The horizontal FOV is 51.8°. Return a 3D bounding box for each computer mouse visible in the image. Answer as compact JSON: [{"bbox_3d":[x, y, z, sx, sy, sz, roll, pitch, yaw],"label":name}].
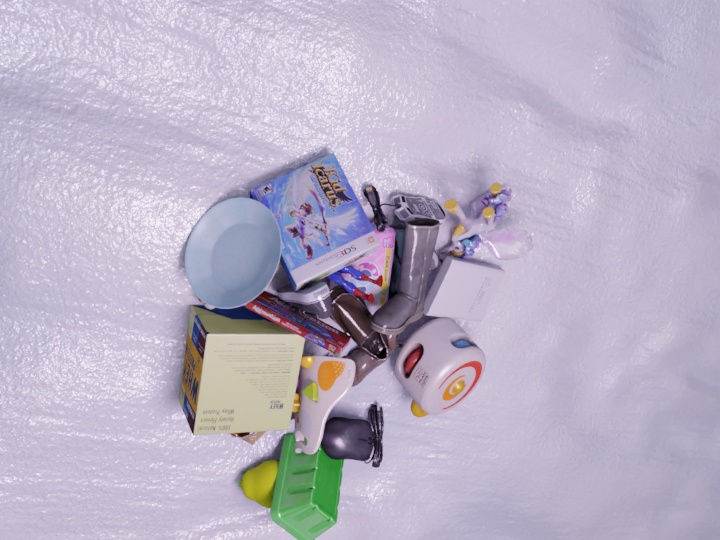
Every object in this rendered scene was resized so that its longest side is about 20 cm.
[{"bbox_3d":[-0.004,0.358,1.600,0.198,0.052,0.142,12,74,-49],"label":"computer mouse"},{"bbox_3d":[0.092,-0.114,1.503,0.196,0.111,0.044,6,135,-36],"label":"computer mouse"}]

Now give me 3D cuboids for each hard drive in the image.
[{"bbox_3d":[0.229,0.044,1.633,0.197,0.026,0.134,10,111,-44],"label":"hard drive"}]

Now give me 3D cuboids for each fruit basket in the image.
[{"bbox_3d":[-0.149,0.459,1.571,0.216,0.215,0.156,-45,122,-3],"label":"fruit basket"}]

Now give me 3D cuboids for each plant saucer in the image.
[{"bbox_3d":[-0.223,-0.028,1.335,0.202,0.200,0.039,-52,154,2],"label":"plant saucer"}]

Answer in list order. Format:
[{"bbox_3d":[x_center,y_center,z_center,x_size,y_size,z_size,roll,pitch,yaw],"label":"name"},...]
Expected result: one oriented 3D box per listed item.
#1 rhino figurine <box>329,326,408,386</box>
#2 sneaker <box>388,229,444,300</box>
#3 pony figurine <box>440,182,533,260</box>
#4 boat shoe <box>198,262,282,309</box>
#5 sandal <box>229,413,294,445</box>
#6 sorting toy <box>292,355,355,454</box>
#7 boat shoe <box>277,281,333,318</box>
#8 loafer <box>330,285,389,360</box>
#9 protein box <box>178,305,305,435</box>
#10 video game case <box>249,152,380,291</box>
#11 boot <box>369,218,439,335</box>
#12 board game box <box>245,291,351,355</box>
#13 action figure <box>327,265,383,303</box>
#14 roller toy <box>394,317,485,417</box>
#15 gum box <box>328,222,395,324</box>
[{"bbox_3d":[0.023,0.174,1.596,0.198,0.060,0.089,-35,123,-12],"label":"rhino figurine"},{"bbox_3d":[0.122,0.007,1.569,0.137,0.078,0.205,-10,119,-27],"label":"sneaker"},{"bbox_3d":[0.257,-0.100,1.544,0.189,0.170,0.201,-20,157,-3],"label":"pony figurine"},{"bbox_3d":[-0.214,0.010,1.401,0.199,0.075,0.069,-40,121,-5],"label":"boat shoe"},{"bbox_3d":[-0.213,0.325,1.527,0.207,0.077,0.071,-7,107,-30],"label":"sandal"},{"bbox_3d":[-0.097,0.269,1.466,0.104,0.200,0.185,11,74,-17],"label":"sorting toy"},{"bbox_3d":[-0.100,0.057,1.400,0.069,0.199,0.068,-28,103,-24],"label":"boat shoe"},{"bbox_3d":[0.002,0.107,1.472,0.073,0.071,0.200,-45,123,-1],"label":"loafer"},{"bbox_3d":[-0.231,0.188,1.428,0.194,0.135,0.205,2,109,-28],"label":"protein box"},{"bbox_3d":[-0.084,-0.093,1.374,0.178,0.046,0.203,-25,79,-16],"label":"video game case"},{"bbox_3d":[0.090,0.008,1.442,0.181,0.071,0.204,-29,138,-55],"label":"boot"},{"bbox_3d":[-0.115,0.098,1.410,0.197,0.103,0.020,27,100,6],"label":"board game box"},{"bbox_3d":[-0.057,-0.016,1.407,0.066,0.196,0.100,-59,159,-23],"label":"action figure"},{"bbox_3d":[0.175,0.214,1.612,0.198,0.140,0.184,-34,143,-13],"label":"roller toy"},{"bbox_3d":[0.000,0.000,1.509,0.111,0.066,0.205,-4,112,-24],"label":"gum box"}]
